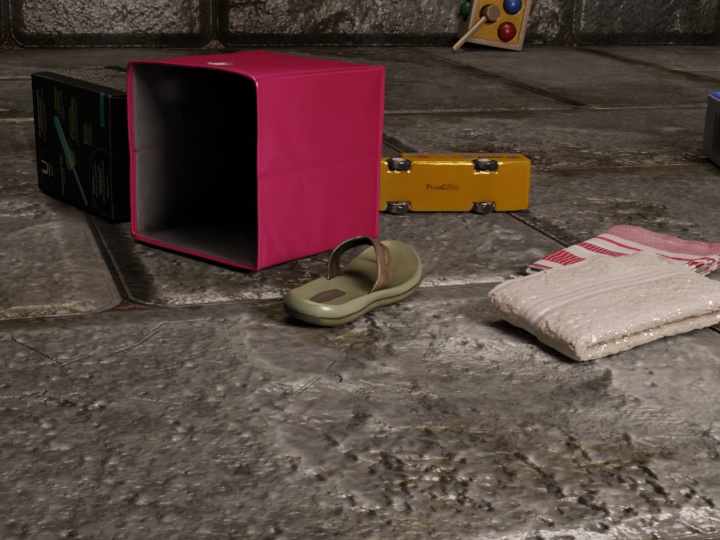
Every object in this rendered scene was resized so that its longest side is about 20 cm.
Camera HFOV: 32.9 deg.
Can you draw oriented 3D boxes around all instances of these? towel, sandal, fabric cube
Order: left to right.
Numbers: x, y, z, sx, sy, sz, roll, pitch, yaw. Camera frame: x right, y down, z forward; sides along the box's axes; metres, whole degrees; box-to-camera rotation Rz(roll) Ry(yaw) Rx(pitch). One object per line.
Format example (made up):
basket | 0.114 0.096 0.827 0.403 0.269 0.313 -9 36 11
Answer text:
fabric cube | -0.111 -0.128 1.310 0.196 0.200 0.199 14 20 38
sandal | 0.000 0.000 1.140 0.080 0.057 0.201 10 18 25
towel | 0.229 0.026 1.088 0.200 0.035 0.132 -13 25 -28
towel | 0.283 -0.012 1.276 0.144 0.023 0.200 13 20 36

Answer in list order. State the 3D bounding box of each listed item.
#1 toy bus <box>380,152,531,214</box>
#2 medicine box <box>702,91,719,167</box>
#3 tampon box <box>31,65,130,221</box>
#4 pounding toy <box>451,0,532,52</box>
toy bus | 0.109 -0.110 1.507 0.200 0.065 0.078 -1 16 -8
medicine box | 0.627 -0.197 1.788 0.200 0.103 0.182 1 17 -1
tampon box | -0.295 -0.159 1.477 0.126 0.150 0.200 -12 22 -38
pounding toy | 0.334 -0.657 3.194 0.200 0.184 0.142 7 15 -12
